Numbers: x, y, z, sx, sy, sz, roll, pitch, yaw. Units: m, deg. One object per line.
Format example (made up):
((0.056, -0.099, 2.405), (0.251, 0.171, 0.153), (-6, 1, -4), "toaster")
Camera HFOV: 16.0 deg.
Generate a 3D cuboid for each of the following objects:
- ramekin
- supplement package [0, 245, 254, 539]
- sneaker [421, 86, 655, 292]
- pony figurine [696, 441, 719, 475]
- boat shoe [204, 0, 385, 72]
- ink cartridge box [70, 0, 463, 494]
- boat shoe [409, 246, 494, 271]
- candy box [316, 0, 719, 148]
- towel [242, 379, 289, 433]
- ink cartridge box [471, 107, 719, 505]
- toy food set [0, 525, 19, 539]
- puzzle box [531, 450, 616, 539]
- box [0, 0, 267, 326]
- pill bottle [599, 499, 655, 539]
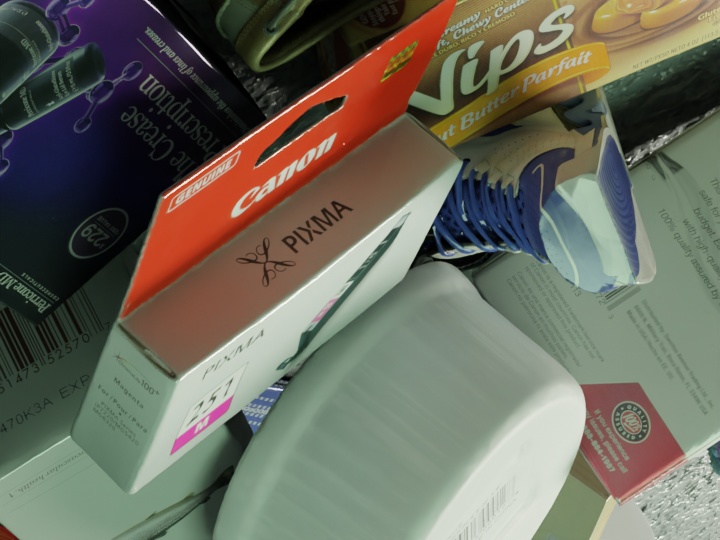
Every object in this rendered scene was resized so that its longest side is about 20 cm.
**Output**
((0.026, 0.105, 1.283), (0.200, 0.098, 0.201), (-45, 157, -24), "ramekin")
((-0.129, 0.073, 1.270), (0.117, 0.118, 0.200), (-31, 151, 0), "supplement package")
((0.075, -0.032, 1.242), (0.115, 0.200, 0.081), (-19, 109, 9), "sneaker")
((0.230, 0.050, 1.521), (0.199, 0.167, 0.193), (-2, 148, 0), "pony figurine")
((0.028, -0.149, 1.093), (0.199, 0.076, 0.072), (-32, 150, 8), "boat shoe")
((-0.028, -0.013, 1.107), (0.200, 0.044, 0.174), (-38, 164, -38), "ink cartridge box")
((0.001, -0.002, 1.309), (0.199, 0.068, 0.074), (-2, 143, -37), "boat shoe")
((0.078, -0.126, 1.190), (0.199, 0.055, 0.116), (-22, 150, -8), "candy box")
((-0.091, 0.128, 1.494), (0.144, 0.024, 0.200), (13, 130, -47), "towel")
((0.180, 0.010, 1.365), (0.200, 0.147, 0.083), (-33, 177, 2), "ink cartridge box")
((-0.160, 0.189, 1.375), (0.198, 0.199, 0.049), (10, 106, -64), "toy food set")
((0.080, 0.144, 1.547), (0.025, 0.133, 0.200), (-45, 163, -33), "puzzle box")
((-0.145, -0.078, 1.042), (0.141, 0.079, 0.200), (-39, 150, 5), "box")
((0.099, 0.223, 1.695), (0.115, 0.116, 0.200), (3, 138, -42), "pill bottle")
